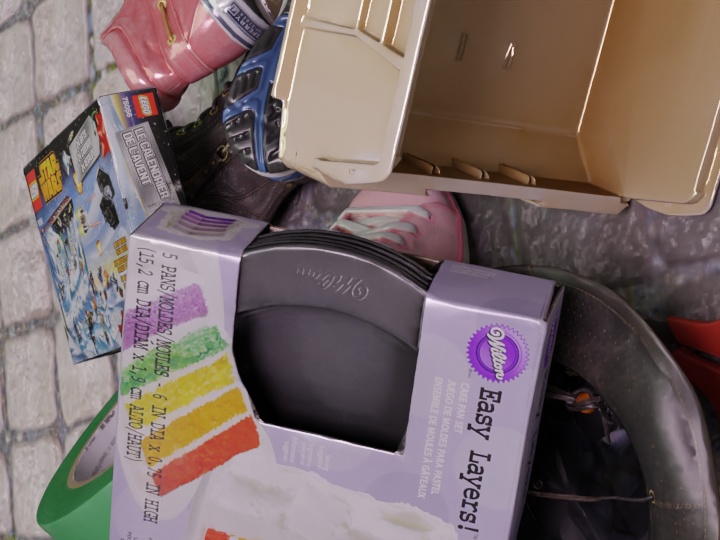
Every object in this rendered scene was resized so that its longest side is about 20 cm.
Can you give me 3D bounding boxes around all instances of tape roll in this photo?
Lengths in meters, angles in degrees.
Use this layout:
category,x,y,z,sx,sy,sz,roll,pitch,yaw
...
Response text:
category,x,y,z,sx,sy,sz,roll,pitch,yaw
tape roll,-0.097,0.079,0.871,0.200,0.048,0.201,-44,13,13

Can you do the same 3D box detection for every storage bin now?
category,x,y,z,sx,sy,sz,roll,pitch,yaw
storage bin,0.079,-0.124,0.672,0.094,0.199,0.200,28,109,48

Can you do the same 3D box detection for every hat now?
category,x,y,z,sx,sy,sz,roll,pitch,yaw
hat,0.107,0.091,0.715,0.200,0.081,0.202,13,108,44

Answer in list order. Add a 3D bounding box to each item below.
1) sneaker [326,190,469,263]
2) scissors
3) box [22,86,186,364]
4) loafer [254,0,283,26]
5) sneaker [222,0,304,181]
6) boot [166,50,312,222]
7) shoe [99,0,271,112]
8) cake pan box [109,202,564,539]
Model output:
category,x,y,z,sx,sy,sz,roll,pitch,yaw
sneaker,0.000,0.000,0.779,0.075,0.105,0.201,-2,48,24
scissors,0.146,0.026,0.733,0.200,0.014,0.074,37,118,45
box,-0.153,-0.021,0.950,0.200,0.040,0.138,-18,87,65
loafer,-0.017,-0.231,0.885,0.071,0.073,0.201,9,93,49
sneaker,-0.011,-0.138,0.854,0.075,0.077,0.201,31,82,10
boot,-0.081,-0.096,0.976,0.200,0.069,0.175,51,120,33
shoe,-0.122,-0.179,0.968,0.091,0.071,0.200,-38,41,12
cake pan box,-0.016,0.077,0.683,0.183,0.052,0.201,12,113,8
